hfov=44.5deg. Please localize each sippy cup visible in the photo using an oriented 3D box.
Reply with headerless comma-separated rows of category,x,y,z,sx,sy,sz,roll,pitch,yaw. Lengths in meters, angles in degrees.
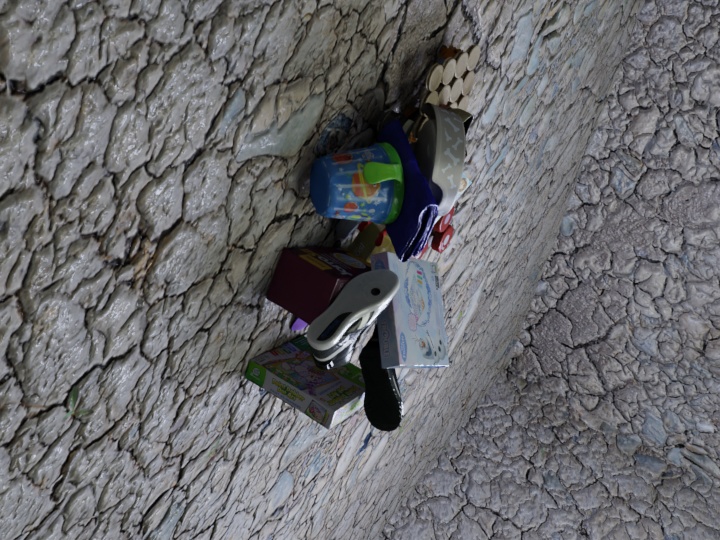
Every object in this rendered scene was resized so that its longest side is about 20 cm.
sippy cup,-0.013,-0.142,1.468,0.128,0.141,0.179,-5,140,-24

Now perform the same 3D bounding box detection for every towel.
towel,0.072,-0.136,1.495,0.049,0.202,0.149,-4,144,-25

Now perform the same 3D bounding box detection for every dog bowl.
dog bowl,0.129,-0.187,1.531,0.200,0.058,0.204,-175,-90,-78

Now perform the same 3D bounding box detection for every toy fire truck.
toy fire truck,0.118,-0.076,1.923,0.169,0.111,0.201,-55,159,-23

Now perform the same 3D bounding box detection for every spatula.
spatula,-0.082,0.031,1.709,0.056,0.020,0.203,-1,117,-62

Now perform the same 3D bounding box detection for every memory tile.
memory tile,0.165,-0.338,1.675,0.199,0.017,0.155,-37,145,-47

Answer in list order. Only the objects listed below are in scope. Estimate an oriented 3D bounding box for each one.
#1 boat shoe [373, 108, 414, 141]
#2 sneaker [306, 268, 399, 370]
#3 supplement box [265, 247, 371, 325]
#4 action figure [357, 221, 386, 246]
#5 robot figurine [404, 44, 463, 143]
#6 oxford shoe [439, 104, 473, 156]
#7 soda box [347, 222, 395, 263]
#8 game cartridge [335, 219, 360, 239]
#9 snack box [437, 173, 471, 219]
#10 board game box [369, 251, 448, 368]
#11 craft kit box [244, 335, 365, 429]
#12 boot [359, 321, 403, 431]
boat shoe,0.059,-0.252,1.626,0.073,0.067,0.200,-64,176,-3
sneaker,-0.013,0.088,1.508,0.199,0.073,0.113,-38,149,-24
supplement box,-0.054,0.029,1.590,0.199,0.130,0.105,-4,120,-60
action figure,0.059,-0.103,1.673,0.200,0.065,0.099,-44,173,-41
robot figurine,0.145,-0.333,1.736,0.202,0.058,0.145,-59,160,-9
oxford shoe,0.157,-0.206,1.645,0.070,0.074,0.204,4,100,-61
soda box,0.000,0.000,1.724,0.067,0.064,0.201,17,114,-41
game cartridge,0.034,-0.146,1.667,0.200,0.040,0.134,-45,176,-29
snack box,0.122,-0.145,1.794,0.200,0.037,0.116,-48,126,4
board game box,0.093,0.078,1.623,0.198,0.043,0.204,12,70,-59
craft kit box,-0.086,0.207,1.674,0.199,0.196,0.049,-21,138,-62
boot,0.058,0.177,1.668,0.169,0.075,0.203,-59,144,-52
